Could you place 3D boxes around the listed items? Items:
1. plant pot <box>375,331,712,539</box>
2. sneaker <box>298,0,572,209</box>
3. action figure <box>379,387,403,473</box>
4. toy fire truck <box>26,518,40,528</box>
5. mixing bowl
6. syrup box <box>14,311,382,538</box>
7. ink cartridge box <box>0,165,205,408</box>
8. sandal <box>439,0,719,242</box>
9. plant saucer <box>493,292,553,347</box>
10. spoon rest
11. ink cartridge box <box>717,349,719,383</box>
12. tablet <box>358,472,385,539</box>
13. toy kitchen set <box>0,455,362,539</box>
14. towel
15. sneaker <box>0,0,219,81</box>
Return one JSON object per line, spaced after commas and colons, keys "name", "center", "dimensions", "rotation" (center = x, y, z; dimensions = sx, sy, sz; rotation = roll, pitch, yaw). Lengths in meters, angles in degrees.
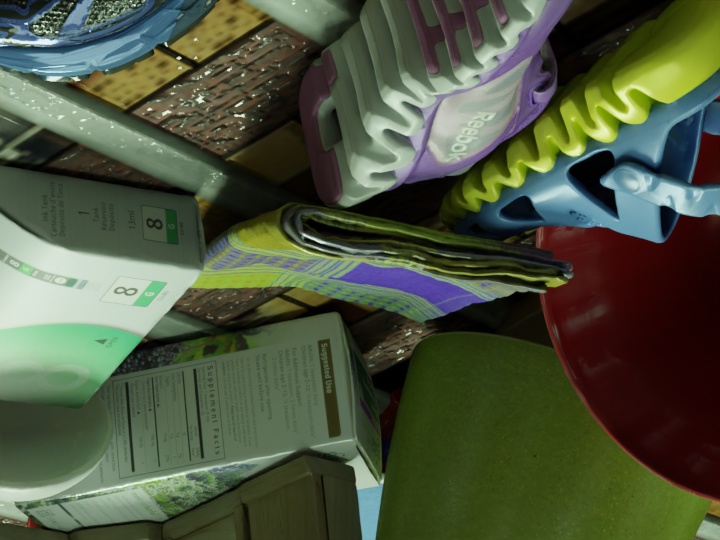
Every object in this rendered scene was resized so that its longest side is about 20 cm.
{"name": "plant pot", "center": [0.079, 0.165, 1.022], "dimensions": [0.186, 0.201, 0.187], "rotation": [20, 160, 8]}
{"name": "sneaker", "center": [0.047, -0.093, 0.779], "dimensions": [0.088, 0.081, 0.200], "rotation": [-2, 157, -25]}
{"name": "action figure", "center": [0.027, 0.150, 1.231], "dimensions": [0.098, 0.066, 0.200], "rotation": [13, 147, -18]}
{"name": "toy fire truck", "center": [-0.127, 0.156, 1.222], "dimensions": [0.140, 0.049, 0.200], "rotation": [8, 148, -26]}
{"name": "mixing bowl", "center": [0.192, -0.002, 0.895], "dimensions": [0.108, 0.201, 0.200], "rotation": [-21, 165, -40]}
{"name": "syrup box", "center": [-0.093, 0.091, 1.073], "dimensions": [0.198, 0.082, 0.079], "rotation": [-12, 154, 7]}
{"name": "ink cartridge box", "center": [-0.198, 0.006, 0.924], "dimensions": [0.199, 0.050, 0.161], "rotation": [7, 149, -30]}
{"name": "sandal", "center": [0.108, -0.043, 0.835], "dimensions": [0.087, 0.080, 0.200], "rotation": [46, 148, -9]}
{"name": "plant saucer", "center": [0.161, 0.035, 1.084], "dimensions": [0.198, 0.036, 0.201], "rotation": [-6, 152, -3]}
{"name": "spoon rest", "center": [-0.231, 0.078, 1.011], "dimensions": [0.198, 0.100, 0.061], "rotation": [6, 125, 2]}
{"name": "ink cartridge box", "center": [0.277, 0.049, 0.970], "dimensions": [0.199, 0.145, 0.084], "rotation": [-30, 139, 8]}
{"name": "tablet", "center": [0.046, 0.162, 1.180], "dimensions": [0.198, 0.014, 0.130], "rotation": [8, 145, -9]}
{"name": "toy kitchen set", "center": [-0.120, 0.198, 1.004], "dimensions": [0.199, 0.164, 0.180], "rotation": [-29, 147, 37]}
{"name": "towel", "center": [0.000, 0.000, 0.908], "dimensions": [0.143, 0.023, 0.200], "rotation": [9, 171, -19]}
{"name": "sneaker", "center": [-0.068, -0.134, 0.683], "dimensions": [0.199, 0.076, 0.079], "rotation": [-20, 142, 5]}
